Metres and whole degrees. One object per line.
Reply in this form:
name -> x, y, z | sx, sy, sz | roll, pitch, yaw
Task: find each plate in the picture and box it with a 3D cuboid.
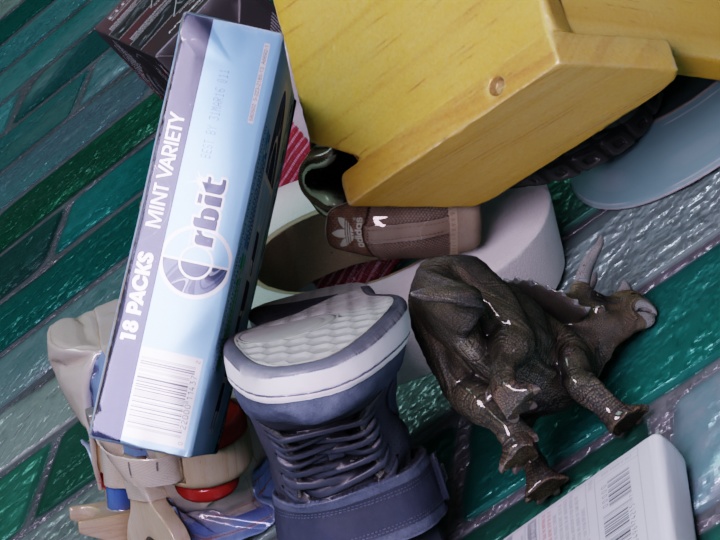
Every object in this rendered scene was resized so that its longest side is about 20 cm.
plate -> 0.175, -0.111, 1.301 | 0.200, 0.026, 0.200 | -39, 20, 17

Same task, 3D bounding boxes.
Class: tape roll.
tape roll -> 0.000, 0.000, 1.284 | 0.202, 0.037, 0.203 | -13, 23, 6

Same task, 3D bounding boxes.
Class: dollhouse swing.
dollhouse swing -> 0.084, -0.136, 1.224 | 0.182, 0.176, 0.201 | -33, 59, 33

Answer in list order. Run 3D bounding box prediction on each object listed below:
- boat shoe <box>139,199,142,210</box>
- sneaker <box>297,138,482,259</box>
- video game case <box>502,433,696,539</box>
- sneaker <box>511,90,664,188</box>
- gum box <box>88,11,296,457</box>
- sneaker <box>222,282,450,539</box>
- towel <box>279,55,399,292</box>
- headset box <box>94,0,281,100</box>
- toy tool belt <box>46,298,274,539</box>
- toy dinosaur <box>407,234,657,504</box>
boat shoe -> -0.098, 0.023, 1.537 | 0.200, 0.072, 0.072 | -127, 53, -60
sneaker -> 0.003, -0.065, 1.280 | 0.075, 0.071, 0.200 | -7, 24, -10
video game case -> 0.055, 0.168, 0.989 | 0.182, 0.023, 0.200 | -37, 22, 20
sneaker -> 0.120, -0.111, 1.291 | 0.200, 0.076, 0.091 | -43, 9, -15
gum box -> -0.067, -0.008, 1.107 | 0.200, 0.044, 0.170 | 101, -178, -86
sneaker -> -0.005, 0.085, 1.067 | 0.077, 0.147, 0.202 | -11, 3, 2
towel -> 0.002, -0.076, 1.401 | 0.200, 0.144, 0.023 | -51, 36, -16
headset box -> -0.075, -0.118, 1.628 | 0.077, 0.149, 0.200 | -46, 19, -4
toy tool belt -> -0.088, 0.096, 1.320 | 0.124, 0.123, 0.200 | -14, 23, -12
toy dinosaur -> 0.056, 0.033, 1.095 | 0.077, 0.200, 0.102 | -48, 55, 21
